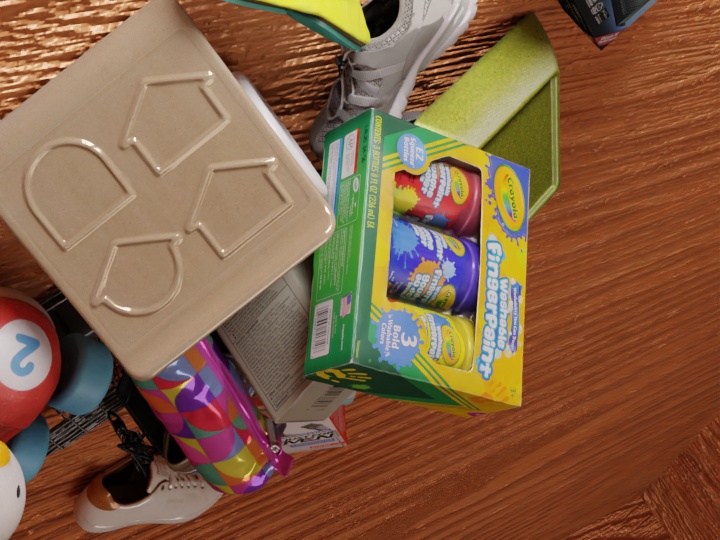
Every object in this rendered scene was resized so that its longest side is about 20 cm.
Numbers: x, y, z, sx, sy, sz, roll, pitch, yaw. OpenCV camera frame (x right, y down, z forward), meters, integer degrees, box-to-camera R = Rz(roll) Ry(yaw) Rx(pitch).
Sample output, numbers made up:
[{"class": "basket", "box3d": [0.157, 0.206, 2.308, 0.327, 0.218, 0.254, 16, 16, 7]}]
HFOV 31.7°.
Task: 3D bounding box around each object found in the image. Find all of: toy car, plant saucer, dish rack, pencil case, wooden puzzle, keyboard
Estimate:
[{"class": "toy car", "box3d": [-0.283, 0.132, 0.920, 0.183, 0.201, 0.177, 27, 117, -40]}, {"class": "plant saucer", "box3d": [0.128, -0.099, 1.163, 0.200, 0.047, 0.202, -44, 143, -32]}, {"class": "dish rack", "box3d": [-0.268, 0.099, 1.130, 0.152, 0.055, 0.200, -33, 158, -7]}, {"class": "pencil case", "box3d": [-0.133, 0.112, 1.098, 0.088, 0.089, 0.201, -34, 132, -4]}, {"class": "wooden puzzle", "box3d": [-0.143, -0.056, 0.877, 0.184, 0.201, 0.046, -37, -170, 2]}, {"class": "keyboard", "box3d": [-0.202, 0.122, 1.172, 0.201, 0.039, 0.105, 82, 28, -65]}]

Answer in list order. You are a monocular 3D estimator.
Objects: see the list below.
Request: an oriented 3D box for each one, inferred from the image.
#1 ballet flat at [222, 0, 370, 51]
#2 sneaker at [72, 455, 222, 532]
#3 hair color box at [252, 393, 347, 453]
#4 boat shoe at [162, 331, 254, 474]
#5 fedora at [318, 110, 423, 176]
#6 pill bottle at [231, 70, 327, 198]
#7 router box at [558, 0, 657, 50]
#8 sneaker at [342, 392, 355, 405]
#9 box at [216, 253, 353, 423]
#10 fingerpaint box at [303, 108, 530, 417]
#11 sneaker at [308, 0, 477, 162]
[{"class": "ballet flat", "box3d": [-0.044, -0.204, 0.876, 0.199, 0.066, 0.068, 7, 111, -56]}, {"class": "sneaker", "box3d": [-0.220, 0.240, 1.426, 0.198, 0.073, 0.085, -11, 149, -42]}, {"class": "hair color box", "box3d": [-0.085, 0.150, 1.411, 0.109, 0.065, 0.200, -9, 156, 7]}, {"class": "boat shoe", "box3d": [-0.132, 0.099, 1.197, 0.072, 0.071, 0.203, 16, 92, -78]}, {"class": "fedora", "box3d": [0.027, -0.054, 1.204, 0.200, 0.091, 0.176, -47, 154, 22]}, {"class": "pill bottle", "box3d": [-0.135, -0.045, 0.963, 0.199, 0.120, 0.120, -37, 156, 3]}, {"class": "router box", "box3d": [0.224, -0.291, 1.075, 0.150, 0.062, 0.200, -42, 156, 9]}, {"class": "sneaker", "box3d": [-0.040, 0.059, 1.214, 0.200, 0.078, 0.133, 22, 83, -79]}, {"class": "box", "box3d": [-0.074, 0.021, 1.065, 0.095, 0.201, 0.077, -44, 155, 22]}, {"class": "fingerpaint box", "box3d": [0.049, -0.002, 0.995, 0.165, 0.203, 0.073, 17, 158, -32]}, {"class": "sneaker", "box3d": [0.006, -0.172, 1.014, 0.081, 0.075, 0.201, 15, 127, -33]}]
